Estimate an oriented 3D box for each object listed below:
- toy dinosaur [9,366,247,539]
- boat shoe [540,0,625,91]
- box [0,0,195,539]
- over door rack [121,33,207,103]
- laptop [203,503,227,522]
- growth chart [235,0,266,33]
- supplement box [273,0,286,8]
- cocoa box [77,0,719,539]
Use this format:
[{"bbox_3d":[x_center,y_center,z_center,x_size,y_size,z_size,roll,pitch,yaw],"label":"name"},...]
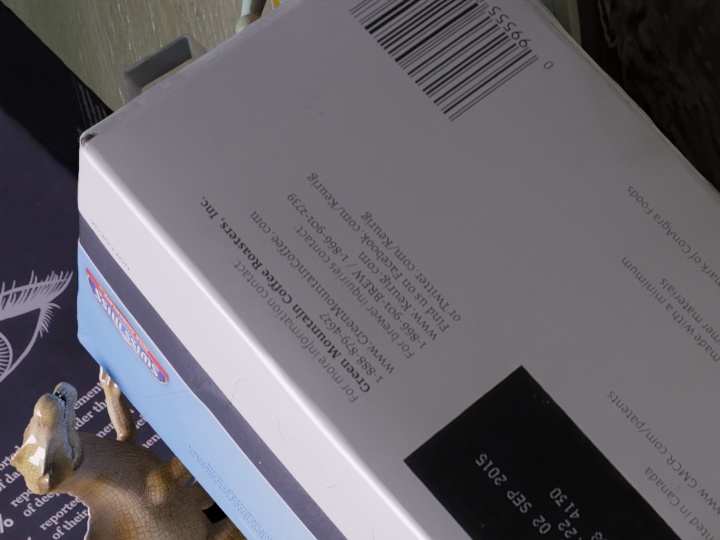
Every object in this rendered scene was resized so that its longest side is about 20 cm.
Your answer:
[{"bbox_3d":[-0.058,0.095,0.680,0.058,0.101,0.200,-4,132,38],"label":"toy dinosaur"},{"bbox_3d":[0.055,-0.048,0.668,0.072,0.061,0.202,17,124,35],"label":"boat shoe"},{"bbox_3d":[-0.137,0.008,0.740,0.200,0.148,0.104,47,-169,-32],"label":"box"},{"bbox_3d":[0.000,0.000,0.777,0.148,0.067,0.200,42,-166,-50],"label":"over door rack"},{"bbox_3d":[-0.098,0.067,0.926,0.103,0.177,0.200,-12,56,65],"label":"laptop"},{"bbox_3d":[-0.043,-0.150,0.930,0.145,0.018,0.201,107,173,-67],"label":"growth chart"},{"bbox_3d":[0.011,-0.155,0.742,0.200,0.073,0.126,97,156,-56],"label":"supplement box"},{"bbox_3d":[0.029,0.030,0.568,0.200,0.133,0.131,48,158,14],"label":"cocoa box"}]
